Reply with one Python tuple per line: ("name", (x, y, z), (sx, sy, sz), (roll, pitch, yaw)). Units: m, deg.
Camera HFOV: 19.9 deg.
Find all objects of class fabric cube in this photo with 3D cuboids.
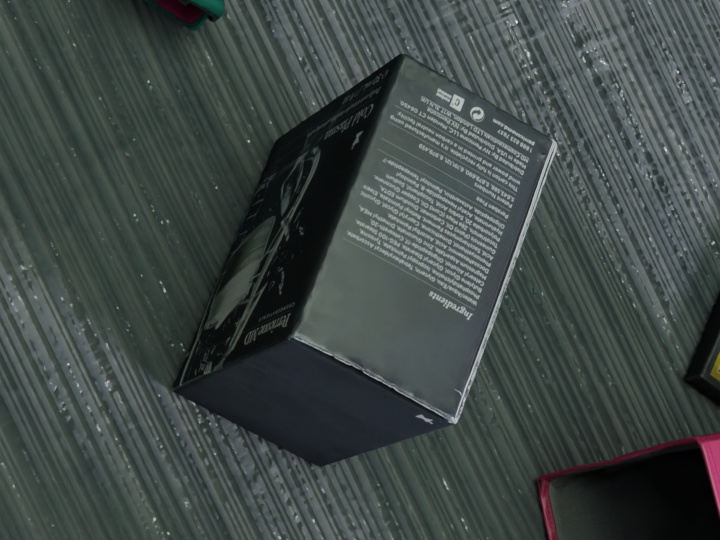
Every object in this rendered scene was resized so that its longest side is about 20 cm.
("fabric cube", (0.269, 0.204, 1.376), (0.199, 0.200, 0.197), (-7, 81, -29))

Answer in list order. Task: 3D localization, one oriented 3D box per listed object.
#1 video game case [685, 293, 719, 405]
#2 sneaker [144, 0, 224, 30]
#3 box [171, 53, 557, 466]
("video game case", (0.353, 0.045, 1.555), (0.180, 0.025, 0.201), (34, 66, -17))
("sneaker", (-0.095, -0.221, 1.353), (0.083, 0.121, 0.200), (33, 21, 18))
("box", (0.000, 0.000, 1.282), (0.124, 0.200, 0.197), (27, 67, -18))
